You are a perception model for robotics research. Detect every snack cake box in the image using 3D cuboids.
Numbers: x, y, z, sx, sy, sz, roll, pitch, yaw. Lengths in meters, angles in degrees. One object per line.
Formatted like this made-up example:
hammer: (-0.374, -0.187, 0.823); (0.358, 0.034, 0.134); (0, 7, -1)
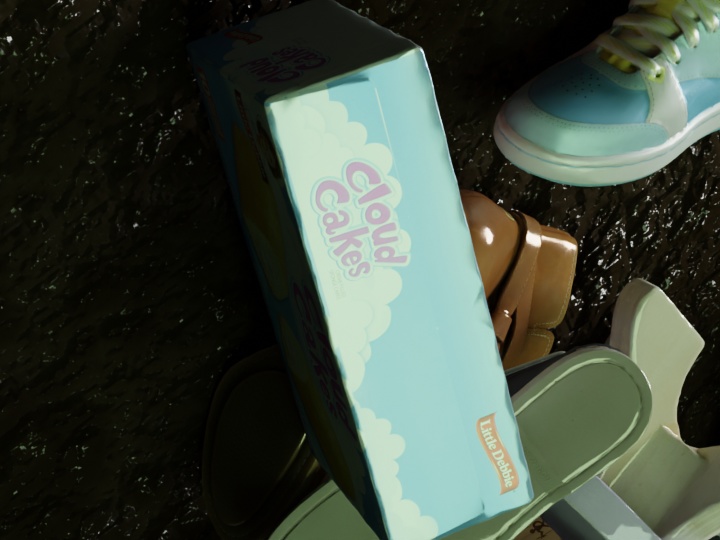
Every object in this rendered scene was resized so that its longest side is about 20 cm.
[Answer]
snack cake box: (0.000, 0.000, 0.796); (0.067, 0.115, 0.201); (-20, 113, -11)

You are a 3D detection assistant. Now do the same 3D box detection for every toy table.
toy table: (0.159, 0.104, 1.012); (0.117, 0.184, 0.200); (-48, 135, -7)

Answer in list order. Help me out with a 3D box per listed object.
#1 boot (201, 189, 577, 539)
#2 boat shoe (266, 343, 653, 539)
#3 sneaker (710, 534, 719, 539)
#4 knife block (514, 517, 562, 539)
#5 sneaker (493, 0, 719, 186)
boot: (0.020, 0.053, 0.951); (0.154, 0.074, 0.200); (7, 122, -47)
boat shoe: (0.043, 0.098, 0.907); (0.200, 0.063, 0.073); (-31, 97, 1)
sneaker: (0.237, 0.148, 1.203); (0.130, 0.079, 0.199); (-44, 151, -13)
knife block: (0.059, 0.204, 1.117); (0.175, 0.064, 0.200); (-28, 138, -18)
sneaker: (0.145, -0.123, 0.901); (0.200, 0.079, 0.131); (-25, 139, -35)
